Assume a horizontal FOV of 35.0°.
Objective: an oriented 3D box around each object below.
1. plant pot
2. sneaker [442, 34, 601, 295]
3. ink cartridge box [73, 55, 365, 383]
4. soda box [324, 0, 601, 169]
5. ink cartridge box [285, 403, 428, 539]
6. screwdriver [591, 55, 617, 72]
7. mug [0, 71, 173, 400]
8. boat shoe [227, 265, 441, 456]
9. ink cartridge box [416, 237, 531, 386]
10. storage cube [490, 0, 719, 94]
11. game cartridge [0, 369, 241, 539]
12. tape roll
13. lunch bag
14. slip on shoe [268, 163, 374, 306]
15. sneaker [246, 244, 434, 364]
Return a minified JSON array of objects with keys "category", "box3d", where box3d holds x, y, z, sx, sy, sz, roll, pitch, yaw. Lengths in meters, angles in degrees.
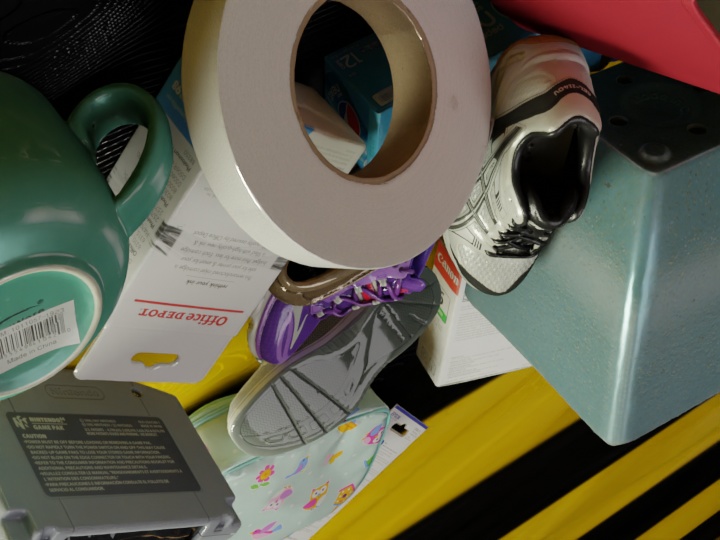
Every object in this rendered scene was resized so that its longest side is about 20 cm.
[{"category":"plant pot","box3d":[0.205,-0.040,0.826,0.195,0.196,0.201,-23,134,-20]},{"category":"sneaker","box3d":[0.100,-0.045,0.722,0.075,0.088,0.201,-3,136,-11]},{"category":"ink cartridge box","box3d":[-0.101,-0.027,0.701,0.115,0.067,0.201,10,122,-53]},{"category":"soda box","box3d":[0.074,-0.140,0.765,0.199,0.064,0.068,-29,148,-21]},{"category":"ink cartridge box","box3d":[-0.028,0.200,1.115,0.200,0.037,0.095,-41,150,4]},{"category":"screwdriver","box3d":[0.219,-0.176,0.925,0.199,0.029,0.028,-11,139,-41]},{"category":"mug","box3d":[-0.183,-0.018,0.568,0.185,0.115,0.152,-49,149,14]},{"category":"boat shoe","box3d":[-0.026,0.063,0.893,0.202,0.065,0.075,-44,123,-10]},{"category":"ink cartridge box","box3d":[0.119,0.004,0.990,0.108,0.050,0.201,-10,130,-22]},{"category":"storage cube","box3d":[0.157,-0.214,0.609,0.199,0.179,0.172,18,97,-56]},{"category":"game cartridge","box3d":[-0.175,0.123,0.741,0.042,0.133,0.199,-52,148,17]},{"category":"tape roll","box3d":[-0.006,-0.101,0.632,0.201,0.037,0.205,-2,93,-42]},{"category":"lunch bag","box3d":[-0.073,0.158,0.966,0.199,0.077,0.161,-20,142,-34]},{"category":"slip on shoe","box3d":[0.017,-0.049,0.775,0.199,0.076,0.061,-34,-179,-9]},{"category":"sneaker","box3d":[0.000,0.000,0.827,0.200,0.084,0.081,-43,164,2]}]
